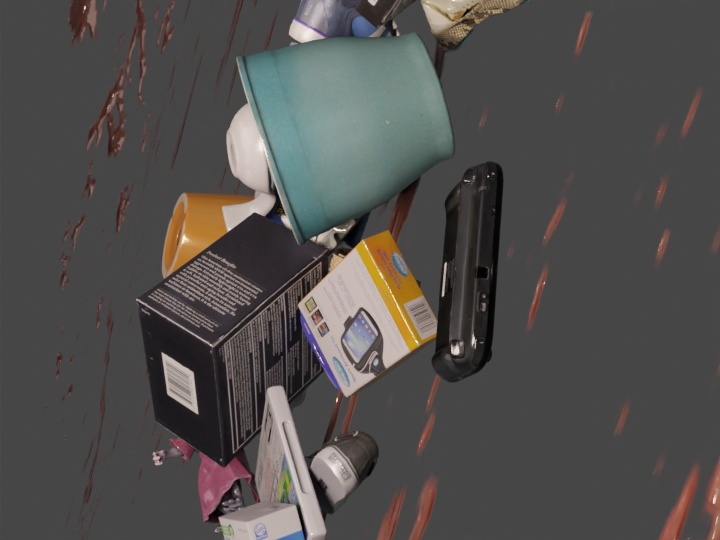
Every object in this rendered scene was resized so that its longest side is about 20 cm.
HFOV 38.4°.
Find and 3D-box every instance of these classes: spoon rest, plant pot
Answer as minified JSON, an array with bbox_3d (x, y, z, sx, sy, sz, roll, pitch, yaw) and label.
[{"bbox_3d":[-0.125,-0.114,1.204,0.201,0.060,0.100,112,145,-60],"label":"spoon rest"},{"bbox_3d":[-0.181,-0.030,1.485,0.200,0.181,0.203,-166,90,-69],"label":"plant pot"},{"bbox_3d":[-0.008,-0.153,1.065,0.200,0.186,0.202,161,90,-89],"label":"plant pot"}]

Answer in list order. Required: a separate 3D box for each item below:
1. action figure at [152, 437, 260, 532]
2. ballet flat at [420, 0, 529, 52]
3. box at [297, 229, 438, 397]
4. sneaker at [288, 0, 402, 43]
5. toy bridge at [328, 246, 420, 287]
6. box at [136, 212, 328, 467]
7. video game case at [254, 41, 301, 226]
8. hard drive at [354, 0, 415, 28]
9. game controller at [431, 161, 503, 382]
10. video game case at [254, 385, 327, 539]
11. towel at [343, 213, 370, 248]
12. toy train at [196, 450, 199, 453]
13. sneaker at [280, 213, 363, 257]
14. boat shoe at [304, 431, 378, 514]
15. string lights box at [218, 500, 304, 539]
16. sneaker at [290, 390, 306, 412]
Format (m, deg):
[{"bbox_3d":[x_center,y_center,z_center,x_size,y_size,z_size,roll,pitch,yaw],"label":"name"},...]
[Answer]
[{"bbox_3d":[-0.179,0.225,1.343,0.134,0.148,0.201,-39,54,24],"label":"action figure"},{"bbox_3d":[0.107,-0.280,1.053,0.200,0.075,0.069,167,115,-67],"label":"ballet flat"},{"bbox_3d":[0.002,0.054,1.091,0.120,0.041,0.200,62,148,9],"label":"box"},{"bbox_3d":[0.022,-0.290,1.150,0.080,0.199,0.148,39,105,43],"label":"sneaker"},{"bbox_3d":[0.000,0.000,1.166,0.200,0.067,0.028,-152,76,-68],"label":"toy bridge"},{"bbox_3d":[-0.140,0.077,1.194,0.122,0.198,0.202,27,136,26],"label":"box"},{"bbox_3d":[-0.095,-0.157,1.330,0.200,0.045,0.183,123,150,-58],"label":"video game case"},{"bbox_3d":[0.081,-0.341,1.065,0.140,0.038,0.200,-50,0,42],"label":"hard drive"},{"bbox_3d":[0.100,0.001,0.964,0.104,0.042,0.202,120,158,-70],"label":"game controller"},{"bbox_3d":[-0.081,0.260,1.154,0.201,0.022,0.183,103,153,-48],"label":"video game case"},{"bbox_3d":[-0.004,-0.137,1.288,0.112,0.048,0.202,-130,56,-66],"label":"towel"},{"bbox_3d":[-0.197,0.174,1.499,0.115,0.086,0.202,-73,2,-59],"label":"toy train"},{"bbox_3d":[-0.017,-0.102,1.183,0.200,0.088,0.074,-46,2,19],"label":"sneaker"},{"bbox_3d":[-0.024,0.216,1.113,0.056,0.069,0.200,-36,-6,-21],"label":"boat shoe"},{"bbox_3d":[-0.081,0.346,1.066,0.103,0.058,0.202,-23,82,64],"label":"string lights box"},{"bbox_3d":[-0.126,0.145,1.397,0.200,0.075,0.115,-42,36,50],"label":"sneaker"}]
